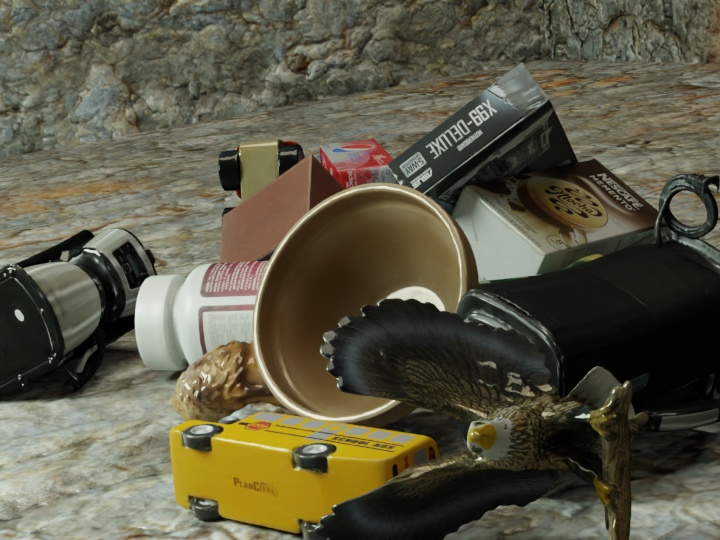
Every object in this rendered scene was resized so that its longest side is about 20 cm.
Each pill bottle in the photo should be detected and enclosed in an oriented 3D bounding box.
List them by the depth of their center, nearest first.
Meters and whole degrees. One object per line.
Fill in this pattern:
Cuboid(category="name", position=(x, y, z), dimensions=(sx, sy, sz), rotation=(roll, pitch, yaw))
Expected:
Cuboid(category="pill bottle", position=(-0.107, 0.047, 1.404), dimensions=(0.197, 0.111, 0.110), rotation=(-2, 13, 14))

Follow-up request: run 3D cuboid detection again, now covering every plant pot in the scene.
Cuboid(category="plant pot", position=(0.018, 0.039, 1.189), dimensions=(0.199, 0.203, 0.093), rotation=(3, -19, 35))

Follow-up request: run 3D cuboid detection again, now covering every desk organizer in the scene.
Cuboid(category="desk organizer", position=(-0.069, -0.039, 1.442), dimensions=(0.071, 0.078, 0.199), rotation=(13, -22, -28))

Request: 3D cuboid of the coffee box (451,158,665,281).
Cuboid(category="coffee box", position=(0.189, -0.034, 1.416), dimensions=(0.199, 0.080, 0.113), rotation=(-14, 46, -43))

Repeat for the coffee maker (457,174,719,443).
Cuboid(category="coffee maker", position=(0.171, 0.042, 1.091), dimensions=(0.198, 0.195, 0.134), rotation=(-14, 7, -35))

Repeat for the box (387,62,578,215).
Cuboid(category="box", position=(0.124, -0.101, 1.419), dimensions=(0.157, 0.050, 0.200), rotation=(-36, -21, 5))

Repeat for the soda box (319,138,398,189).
Cuboid(category="soda box", position=(-0.001, -0.098, 1.608), dimensions=(0.069, 0.064, 0.200), rotation=(-7, 13, -6))

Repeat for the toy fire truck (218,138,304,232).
Cuboid(category="toy fire truck", position=(-0.080, -0.059, 1.738), dimensions=(0.127, 0.179, 0.200), rotation=(-4, -1, 9))

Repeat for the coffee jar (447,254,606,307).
Cuboid(category="coffee jar", position=(0.160, 0.050, 1.277), dimensions=(0.198, 0.106, 0.085), rotation=(-11, -13, -21))

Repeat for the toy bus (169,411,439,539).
Cuboid(category="toy bus", position=(-0.045, 0.145, 1.055), dimensions=(0.198, 0.066, 0.078), rotation=(4, 16, 37))

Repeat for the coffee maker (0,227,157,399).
Cuboid(category="coffee maker", position=(-0.328, 0.039, 1.484), dimensions=(0.190, 0.137, 0.200), rotation=(-1, 13, 23))

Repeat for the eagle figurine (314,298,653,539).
Cuboid(category="eagle figurine", position=(0.078, 0.105, 0.933), dimensions=(0.198, 0.152, 0.153), rotation=(2, 52, 26))

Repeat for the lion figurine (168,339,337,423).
Cuboid(category="lion figurine", position=(-0.055, 0.099, 1.251), dimensions=(0.198, 0.073, 0.123), rotation=(5, 26, 23))
